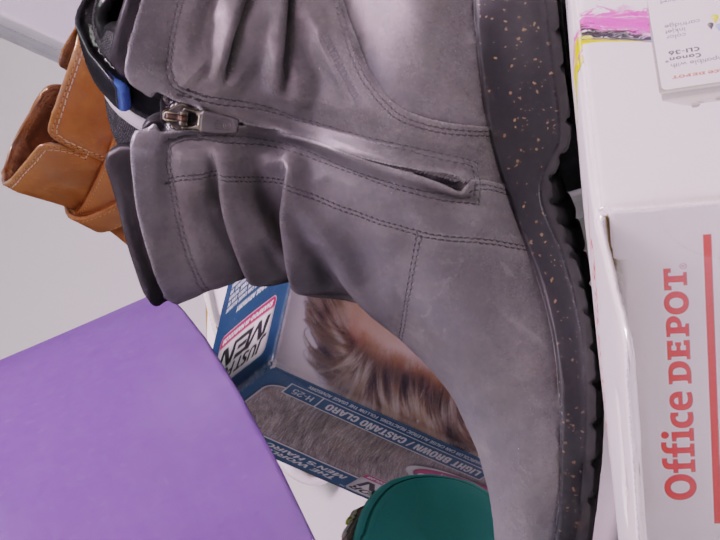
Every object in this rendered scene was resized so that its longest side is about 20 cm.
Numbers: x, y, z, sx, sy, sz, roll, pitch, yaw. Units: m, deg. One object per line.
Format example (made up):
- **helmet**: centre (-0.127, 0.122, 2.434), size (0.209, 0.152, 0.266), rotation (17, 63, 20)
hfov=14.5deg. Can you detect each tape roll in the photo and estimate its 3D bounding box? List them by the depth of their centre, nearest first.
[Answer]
- **tape roll**: centre (-0.061, 0.114, 0.881), size (0.085, 0.200, 0.200), rotation (-24, 13, -12)

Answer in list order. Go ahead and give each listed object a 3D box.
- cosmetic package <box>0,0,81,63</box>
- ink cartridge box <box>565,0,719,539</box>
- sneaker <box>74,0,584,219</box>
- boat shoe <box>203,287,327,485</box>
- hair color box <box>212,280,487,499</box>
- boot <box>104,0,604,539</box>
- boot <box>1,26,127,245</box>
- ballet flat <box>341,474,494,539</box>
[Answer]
- **cosmetic package**: centre (-0.162, -0.180, 1.528), size (0.123, 0.199, 0.200), rotation (-67, 17, 0)
- **ink cartridge box**: centre (0.092, -0.009, 0.727), size (0.200, 0.067, 0.117), rotation (-90, -7, -50)
- **sneaker**: centre (0.008, -0.067, 0.880), size (0.112, 0.200, 0.073), rotation (65, -157, -56)
- **boat shoe**: centre (-0.028, -0.008, 1.062), size (0.069, 0.071, 0.200), rotation (-129, 23, -54)
- **hair color box**: centre (0.017, -0.023, 0.985), size (0.061, 0.100, 0.200), rotation (-38, 34, 52)
- **boot**: centre (0.000, 0.000, 0.813), size (0.070, 0.131, 0.200), rotation (-51, -45, -82)
- **boot**: centre (-0.040, -0.069, 1.113), size (0.200, 0.154, 0.074), rotation (-56, 20, 31)
- **ballet flat**: centre (0.030, 0.120, 0.830), size (0.200, 0.075, 0.064), rotation (-119, 34, -72)
